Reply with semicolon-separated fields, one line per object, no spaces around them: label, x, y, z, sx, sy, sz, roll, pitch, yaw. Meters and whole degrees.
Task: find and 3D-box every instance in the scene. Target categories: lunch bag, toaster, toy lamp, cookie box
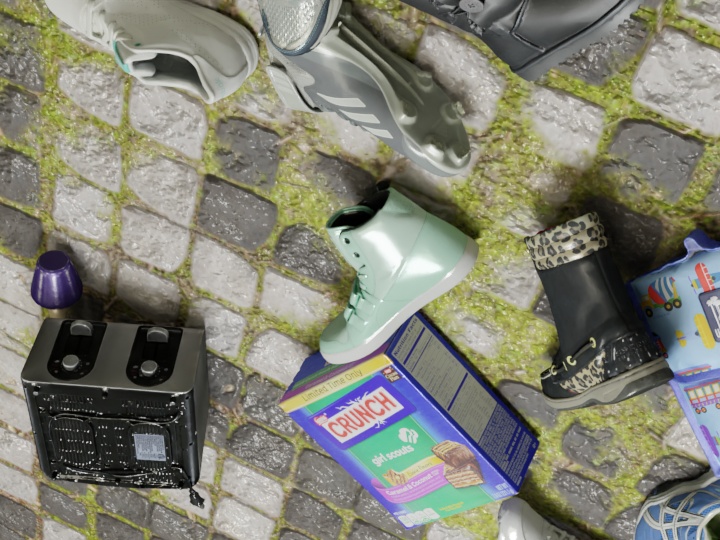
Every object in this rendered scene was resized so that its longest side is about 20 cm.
lunch bag;0.320;0.050;1.010;0.150;0.094;0.200;-24;103;43
toaster;-0.254;0.148;1.343;0.180;0.119;0.201;4;134;2
toy lamp;-0.332;0.059;1.385;0.058;0.058;0.201;19;138;12
cookie box;0.047;0.152;1.245;0.200;0.075;0.171;46;135;-15

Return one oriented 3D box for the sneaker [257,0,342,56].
sneaker;-0.061;-0.250;0.902;0.077;0.086;0.201;12;119;20

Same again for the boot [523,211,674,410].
boot;0.185;0.037;1.067;0.204;0.073;0.154;145;103;-77

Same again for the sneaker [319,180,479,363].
sneaker;0.000;0.000;1.131;0.118;0.074;0.200;37;127;-16

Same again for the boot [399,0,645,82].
boot;0.087;-0.224;0.851;0.199;0.066;0.165;29;140;-21

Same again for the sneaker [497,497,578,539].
sneaker;0.215;0.298;1.298;0.099;0.078;0.200;-18;128;31

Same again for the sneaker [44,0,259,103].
sneaker;-0.190;-0.199;1.047;0.199;0.089;0.075;23;138;9

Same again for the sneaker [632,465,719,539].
sneaker;0.317;0.241;1.177;0.076;0.077;0.200;30;138;-2

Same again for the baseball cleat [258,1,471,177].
baseball cleat;0.002;-0.143;1.019;0.200;0.070;0.106;47;141;-3
